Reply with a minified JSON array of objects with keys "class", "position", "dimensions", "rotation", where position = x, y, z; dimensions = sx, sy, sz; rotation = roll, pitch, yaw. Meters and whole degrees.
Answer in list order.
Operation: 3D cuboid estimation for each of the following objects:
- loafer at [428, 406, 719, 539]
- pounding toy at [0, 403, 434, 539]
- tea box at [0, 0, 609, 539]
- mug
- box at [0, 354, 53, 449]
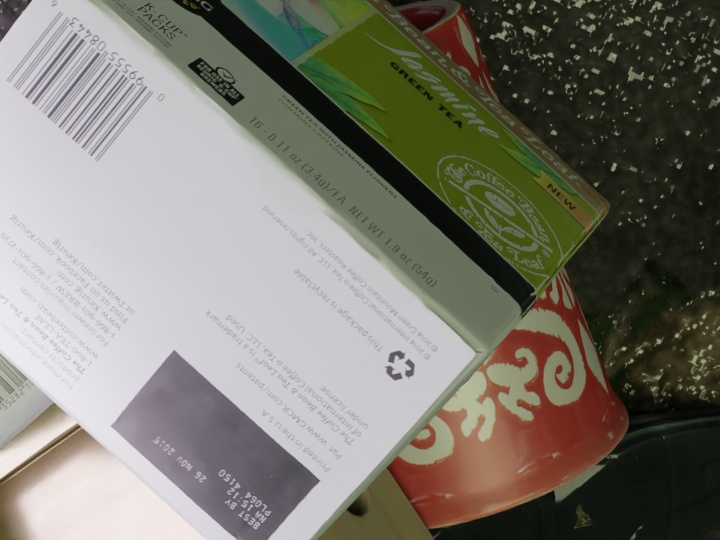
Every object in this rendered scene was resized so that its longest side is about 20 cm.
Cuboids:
[{"class":"loafer","position":[0.093,0.097,1.258],"dimensions":[0.200,0.072,0.073],"rotation":[-12,117,-26]},{"class":"pounding toy","position":[-0.067,0.133,1.173],"dimensions":[0.184,0.142,0.200],"rotation":[-34,90,29]},{"class":"tea box","position":[-0.039,-0.021,1.035],"dimensions":[0.200,0.197,0.134],"rotation":[42,114,1]},{"class":"mug","position":[0.004,0.002,1.191],"dimensions":[0.177,0.133,0.200],"rotation":[-19,105,-3]},{"class":"box","position":[-0.177,0.018,1.131],"dimensions":[0.112,0.200,0.101],"rotation":[-41,100,8]}]
